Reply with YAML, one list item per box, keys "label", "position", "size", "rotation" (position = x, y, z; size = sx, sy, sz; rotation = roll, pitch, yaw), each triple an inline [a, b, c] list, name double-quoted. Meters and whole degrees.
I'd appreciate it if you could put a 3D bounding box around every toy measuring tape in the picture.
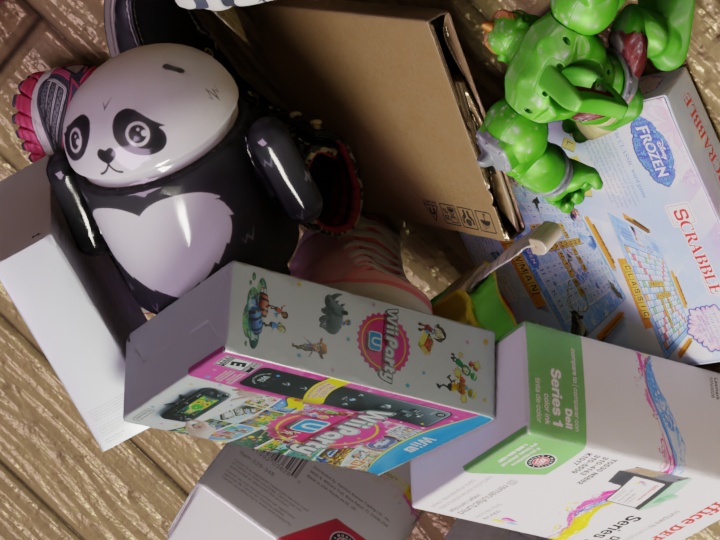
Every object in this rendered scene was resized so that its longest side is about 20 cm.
- label: "toy measuring tape"
  position: [0.091, 0.031, 1.611]
  size: [0.074, 0.074, 0.200]
  rotation: [45, 144, -6]

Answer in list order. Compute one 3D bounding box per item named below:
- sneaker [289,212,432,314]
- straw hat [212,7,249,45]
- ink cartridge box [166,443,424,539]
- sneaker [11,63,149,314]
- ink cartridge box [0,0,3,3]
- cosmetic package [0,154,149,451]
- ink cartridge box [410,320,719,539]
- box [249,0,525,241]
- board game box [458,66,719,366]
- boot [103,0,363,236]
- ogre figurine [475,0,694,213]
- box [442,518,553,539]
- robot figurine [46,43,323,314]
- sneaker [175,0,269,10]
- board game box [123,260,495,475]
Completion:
- label: "sneaker"
  position: [0.000, 0.000, 1.662]
  size: [0.075, 0.105, 0.200]
  rotation: [30, 163, -19]
- label: "straw hat"
  position: [-0.117, -0.246, 1.575]
  size: [0.201, 0.201, 0.085]
  rotation: [43, 92, -3]
- label: "ink cartridge box"
  position: [-0.025, 0.153, 1.748]
  size: [0.147, 0.200, 0.086]
  rotation: [35, 135, 4]
- label: "sneaker"
  position: [-0.184, -0.057, 1.772]
  size: [0.074, 0.081, 0.201]
  rotation: [-10, 117, 34]
- label: "ink cartridge box"
  position: [-0.345, -0.213, 1.750]
  size: [0.147, 0.083, 0.200]
  rotation: [45, 134, -7]
- label: "cosmetic package"
  position: [-0.197, 0.018, 1.659]
  size: [0.051, 0.200, 0.152]
  rotation: [-26, 109, 1]
- label: "ink cartridge box"
  position: [0.153, 0.118, 1.617]
  size: [0.199, 0.085, 0.145]
  rotation: [15, 148, -27]
- label: "box"
  position: [0.015, -0.105, 1.600]
  size: [0.199, 0.021, 0.164]
  rotation: [14, 132, 52]
- label: "board game box"
  position: [0.165, -0.024, 1.603]
  size: [0.198, 0.041, 0.201]
  rotation: [-9, 118, 38]
- label: "boot"
  position: [-0.083, -0.115, 1.641]
  size: [0.153, 0.073, 0.204]
  rotation: [19, 142, 42]
- label: "ogre figurine"
  position: [0.137, -0.125, 1.456]
  size: [0.200, 0.119, 0.099]
  rotation: [-43, 67, 33]
- label: "box"
  position: [0.096, 0.264, 1.773]
  size: [0.096, 0.177, 0.201]
  rotation: [24, 133, 13]
- label: "robot figurine"
  position: [-0.115, -0.049, 1.565]
  size: [0.125, 0.150, 0.201]
  rotation: [48, 164, 59]
- label: "sneaker"
  position: [-0.039, -0.251, 1.482]
  size: [0.128, 0.201, 0.080]
  rotation: [7, 156, 11]
- label: "board game box"
  position: [-0.033, 0.068, 1.557]
  size: [0.199, 0.065, 0.147]
  rotation: [14, 154, -28]
